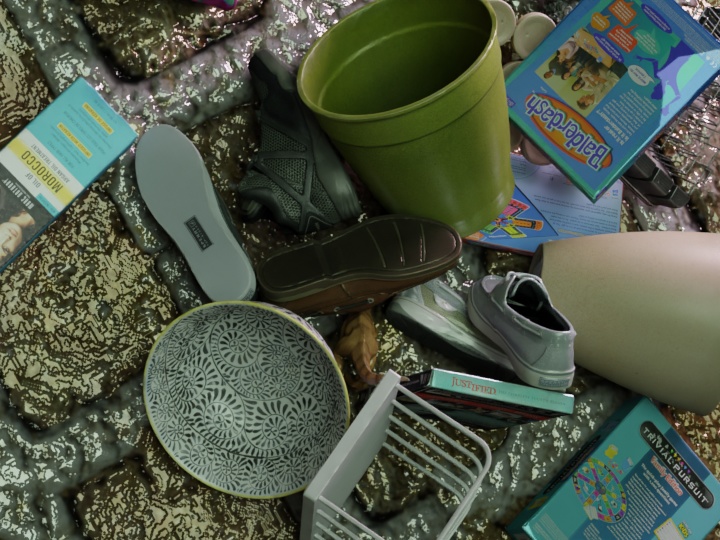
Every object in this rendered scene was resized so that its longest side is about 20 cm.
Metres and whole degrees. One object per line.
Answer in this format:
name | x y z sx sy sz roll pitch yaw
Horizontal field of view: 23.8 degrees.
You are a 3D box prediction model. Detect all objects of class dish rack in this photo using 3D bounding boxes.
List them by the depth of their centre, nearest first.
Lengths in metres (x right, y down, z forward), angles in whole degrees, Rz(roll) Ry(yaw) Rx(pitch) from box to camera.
dish rack | 0.340 -0.175 1.795 0.153 0.054 0.201 37 85 -40

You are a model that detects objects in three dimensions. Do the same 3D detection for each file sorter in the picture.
file sorter | 0.032 0.210 1.578 0.124 0.200 0.139 33 70 9

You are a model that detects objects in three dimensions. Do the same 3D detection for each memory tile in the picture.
memory tile | 0.184 -0.187 1.768 0.198 0.017 0.154 15 102 -18

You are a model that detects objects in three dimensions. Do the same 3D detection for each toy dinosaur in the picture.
toy dinosaur | -0.002 0.078 1.645 0.060 0.107 0.201 15 32 -12

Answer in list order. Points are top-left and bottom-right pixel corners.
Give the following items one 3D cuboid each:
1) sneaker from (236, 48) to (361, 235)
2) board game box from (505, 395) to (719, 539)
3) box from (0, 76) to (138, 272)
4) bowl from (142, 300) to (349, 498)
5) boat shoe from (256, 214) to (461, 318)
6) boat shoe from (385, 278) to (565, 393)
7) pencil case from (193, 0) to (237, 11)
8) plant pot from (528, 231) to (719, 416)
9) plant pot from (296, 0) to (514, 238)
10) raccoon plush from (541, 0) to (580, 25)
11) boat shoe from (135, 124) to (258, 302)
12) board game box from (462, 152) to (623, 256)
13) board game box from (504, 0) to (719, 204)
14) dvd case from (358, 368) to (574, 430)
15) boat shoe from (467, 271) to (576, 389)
sneaker | -0.088 -0.121 1.678 0.114 0.076 0.201 -25 74 -2
board game box | 0.268 0.252 1.750 0.200 0.047 0.151 -42 95 -21
box | -0.309 -0.085 1.609 0.082 0.049 0.200 45 69 -6
bowl | -0.097 0.104 1.607 0.199 0.094 0.202 5 113 11
boat shoe | 0.000 0.000 1.644 0.198 0.068 0.072 -9 54 0
boat shoe | 0.124 0.066 1.723 0.201 0.074 0.065 28 71 -4
pencil case | -0.210 -0.311 1.670 0.198 0.088 0.089 8 77 -19
plant pot | 0.270 0.037 1.737 0.198 0.187 0.189 11 76 -3
plant pot | 0.063 -0.137 1.658 0.200 0.200 0.194 -41 130 -21
raccoon plush | 0.196 -0.309 1.831 0.200 0.097 0.134 41 89 28
boat shoe | -0.158 -0.047 1.650 0.068 0.057 0.201 -28 74 3
board game box | 0.182 -0.066 1.795 0.198 0.019 0.104 11 75 -17
board game box | 0.250 -0.192 1.715 0.200 0.045 0.152 -45 81 2
dvd case | 0.097 0.125 1.632 0.145 0.200 0.022 12 76 -16
boat shoe | 0.159 0.040 1.625 0.069 0.201 0.072 3 113 -18
